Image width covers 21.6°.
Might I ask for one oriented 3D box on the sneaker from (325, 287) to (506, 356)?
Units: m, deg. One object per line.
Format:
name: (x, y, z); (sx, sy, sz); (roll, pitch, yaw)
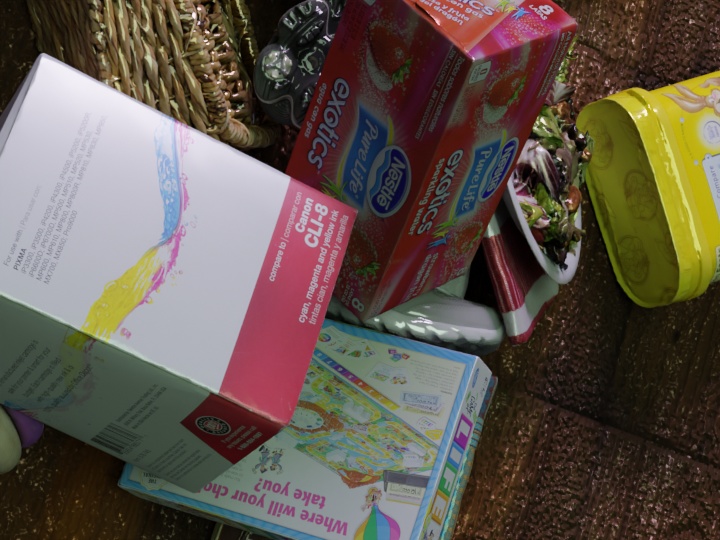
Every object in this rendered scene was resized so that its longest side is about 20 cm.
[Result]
sneaker: (0.000, 0.000, 1.188); (0.199, 0.075, 0.082); (18, 74, -1)

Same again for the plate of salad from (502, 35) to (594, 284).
plate of salad: (0.122, -0.091, 1.224); (0.048, 0.200, 0.201); (-12, 88, 19)

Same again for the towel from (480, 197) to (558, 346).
towel: (0.089, -0.062, 1.221); (0.023, 0.144, 0.201); (-14, 97, 16)

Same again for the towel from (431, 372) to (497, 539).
towel: (0.049, 0.172, 1.178); (0.022, 0.147, 0.201); (17, 76, 3)

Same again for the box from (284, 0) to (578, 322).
box: (0.033, -0.082, 1.101); (0.095, 0.201, 0.099); (42, 42, 24)

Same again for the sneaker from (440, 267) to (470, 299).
sneaker: (0.051, -0.059, 1.247); (0.088, 0.075, 0.201); (-17, 107, -62)

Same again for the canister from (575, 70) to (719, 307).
canister: (0.266, -0.072, 1.322); (0.199, 0.086, 0.149); (-18, 91, -24)

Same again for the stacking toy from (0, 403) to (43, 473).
stacking toy: (-0.175, 0.027, 1.139); (0.085, 0.085, 0.200); (50, 63, -10)

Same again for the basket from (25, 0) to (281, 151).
basket: (-0.116, -0.166, 1.144); (0.148, 0.143, 0.201); (-14, 90, -22)

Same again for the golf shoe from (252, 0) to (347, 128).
golf shoe: (0.005, -0.172, 1.167); (0.077, 0.088, 0.200); (45, 84, -5)

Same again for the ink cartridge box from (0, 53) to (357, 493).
ink cartridge box: (-0.133, 0.006, 1.041); (0.199, 0.145, 0.145); (26, 62, -16)

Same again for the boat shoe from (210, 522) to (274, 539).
boat shoe: (-0.027, 0.139, 1.185); (0.072, 0.072, 0.200); (42, 71, -13)

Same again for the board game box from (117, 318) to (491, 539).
board game box: (-0.035, 0.096, 1.139); (0.199, 0.034, 0.135); (14, 75, 24)
